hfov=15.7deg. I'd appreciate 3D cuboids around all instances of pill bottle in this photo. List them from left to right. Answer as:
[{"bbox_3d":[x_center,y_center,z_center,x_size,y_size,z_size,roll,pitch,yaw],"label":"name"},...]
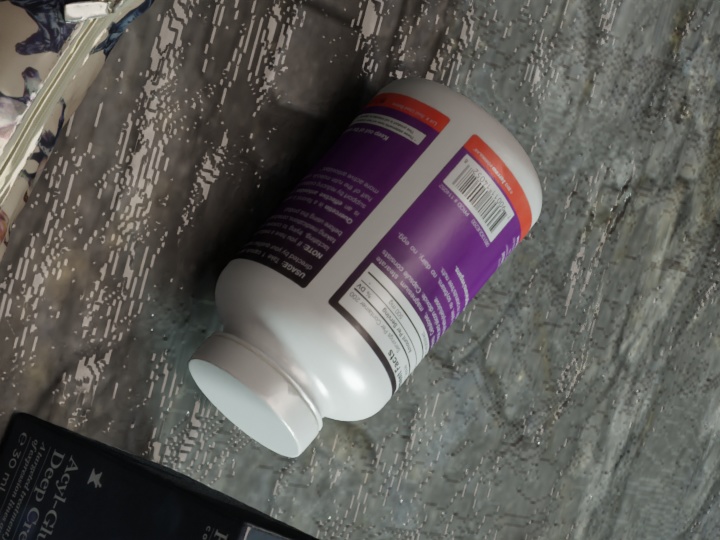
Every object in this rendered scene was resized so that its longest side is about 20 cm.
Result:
[{"bbox_3d":[0.000,0.000,1.391,0.200,0.112,0.113,-49,129,-18],"label":"pill bottle"}]

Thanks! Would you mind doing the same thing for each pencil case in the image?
[{"bbox_3d":[-0.173,-0.071,1.233,0.078,0.089,0.201,32,82,-29],"label":"pencil case"}]

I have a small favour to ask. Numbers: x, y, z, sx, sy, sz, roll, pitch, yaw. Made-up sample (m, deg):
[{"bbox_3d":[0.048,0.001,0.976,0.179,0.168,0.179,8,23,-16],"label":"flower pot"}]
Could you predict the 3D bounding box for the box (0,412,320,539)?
[{"bbox_3d":[-0.107,0.177,1.290,0.107,0.200,0.149,25,85,-43],"label":"box"}]
